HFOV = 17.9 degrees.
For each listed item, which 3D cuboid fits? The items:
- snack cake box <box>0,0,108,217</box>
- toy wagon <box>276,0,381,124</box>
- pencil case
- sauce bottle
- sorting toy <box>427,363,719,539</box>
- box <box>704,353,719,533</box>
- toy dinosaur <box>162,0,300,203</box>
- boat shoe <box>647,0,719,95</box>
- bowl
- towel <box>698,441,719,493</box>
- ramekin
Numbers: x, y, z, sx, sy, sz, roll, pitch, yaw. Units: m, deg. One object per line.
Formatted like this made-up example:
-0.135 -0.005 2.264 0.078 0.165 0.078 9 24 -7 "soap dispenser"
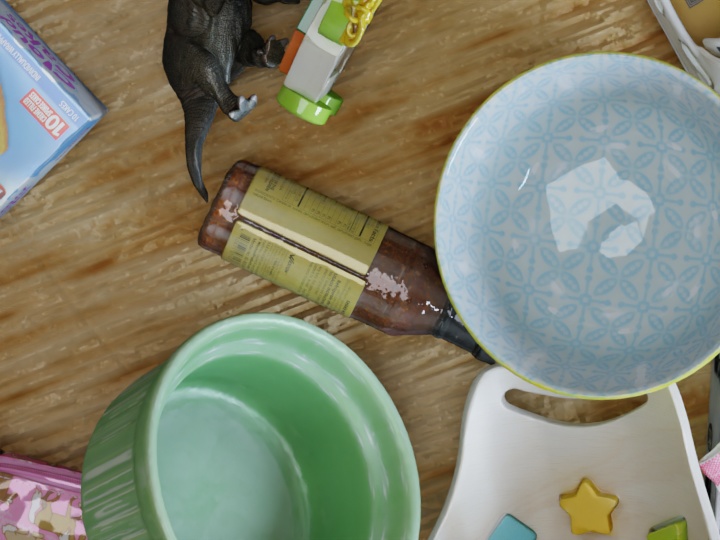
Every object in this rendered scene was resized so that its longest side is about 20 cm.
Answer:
-0.266 -0.129 1.400 0.115 0.067 0.200 -43 94 9 "snack cake box"
-0.001 -0.160 1.309 0.040 0.200 0.155 29 100 1 "toy wagon"
-0.195 0.155 1.436 0.199 0.083 0.087 13 89 2 "pencil case"
0.000 0.000 1.406 0.200 0.066 0.066 27 100 -1 "sauce bottle"
0.135 0.144 1.388 0.199 0.107 0.181 -1 98 21 "sorting toy"
0.274 0.084 1.403 0.116 0.060 0.201 4 100 3 "box"
-0.089 -0.146 1.384 0.077 0.102 0.201 -18 114 -28 "toy dinosaur"
0.226 -0.134 1.364 0.071 0.070 0.200 -32 96 8 "boat shoe"
0.149 -0.025 1.361 0.199 0.108 0.201 0 89 12 "bowl"
0.318 0.146 1.366 0.146 0.030 0.200 -39 96 9 "towel"
-0.070 0.134 1.368 0.098 0.200 0.200 -26 99 47 "ramekin"
